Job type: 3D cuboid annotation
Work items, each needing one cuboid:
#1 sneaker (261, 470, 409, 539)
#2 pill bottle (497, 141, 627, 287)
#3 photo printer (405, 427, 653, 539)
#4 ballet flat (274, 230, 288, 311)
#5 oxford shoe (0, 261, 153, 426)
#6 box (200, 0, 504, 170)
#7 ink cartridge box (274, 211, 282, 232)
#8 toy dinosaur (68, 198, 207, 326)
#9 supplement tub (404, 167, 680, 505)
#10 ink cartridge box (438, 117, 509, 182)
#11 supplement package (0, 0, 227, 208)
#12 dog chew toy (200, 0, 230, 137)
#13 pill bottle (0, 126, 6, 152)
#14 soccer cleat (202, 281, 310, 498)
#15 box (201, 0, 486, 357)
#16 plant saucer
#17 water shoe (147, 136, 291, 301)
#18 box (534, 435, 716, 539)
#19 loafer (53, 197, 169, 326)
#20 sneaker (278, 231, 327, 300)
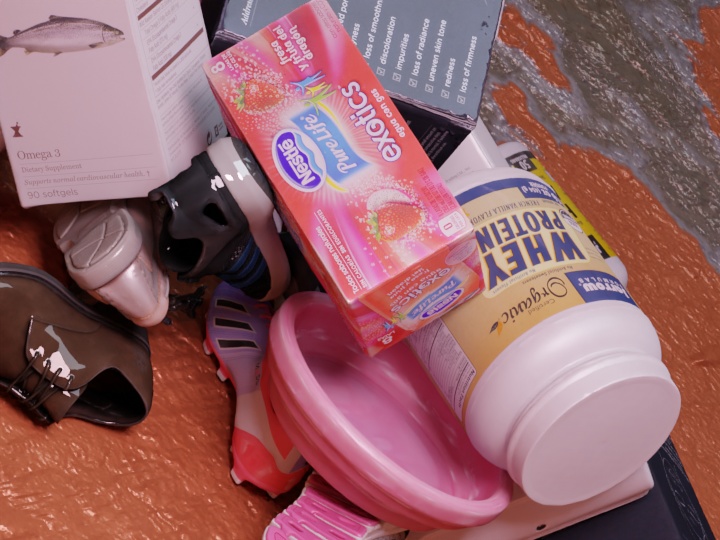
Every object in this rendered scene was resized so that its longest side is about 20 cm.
[{"bbox_3d":[-0.023,0.191,1.630,0.073,0.088,0.200,26,19,13],"label":"sneaker"},{"bbox_3d":[0.153,0.000,2.075,0.200,0.111,0.111,51,29,14],"label":"pill bottle"},{"bbox_3d":[0.089,0.119,1.764,0.070,0.199,0.167,65,6,-52],"label":"photo printer"},{"bbox_3d":[-0.014,-0.055,1.876,0.062,0.200,0.067,39,1,9],"label":"ballet flat"},{"bbox_3d":[-0.209,0.050,1.590,0.199,0.073,0.085,20,38,-36],"label":"oxford shoe"},{"bbox_3d":[-0.008,-0.193,1.789,0.195,0.124,0.201,20,63,-13],"label":"box"},{"bbox_3d":[-0.141,-0.102,1.913,0.199,0.041,0.200,36,28,-14],"label":"ink cartridge box"},{"bbox_3d":[-0.159,0.006,1.740,0.088,0.048,0.200,28,30,9],"label":"toy dinosaur"},{"bbox_3d":[0.113,0.044,1.672,0.144,0.145,0.200,10,36,-45],"label":"supplement tub"},{"bbox_3d":[0.025,-0.088,1.938,0.201,0.145,0.085,58,13,-6],"label":"ink cartridge box"},{"bbox_3d":[-0.177,-0.157,1.647,0.117,0.116,0.201,-55,137,-59],"label":"supplement package"},{"bbox_3d":[-0.142,-0.187,1.867,0.124,0.124,0.201,-10,67,-56],"label":"dog chew toy"},{"bbox_3d":[-0.272,-0.134,1.715,0.112,0.112,0.200,42,28,-2],"label":"pill bottle"},{"bbox_3d":[-0.063,0.069,1.744,0.066,0.077,0.201,25,33,-29],"label":"soccer cleat"},{"bbox_3d":[-0.010,-0.060,1.606,0.201,0.094,0.103,58,-5,23],"label":"box"},{"bbox_3d":[0.012,0.101,1.654,0.200,0.051,0.201,36,22,-17],"label":"plant saucer"},{"bbox_3d":[-0.098,-0.026,1.636,0.072,0.079,0.200,60,-8,22],"label":"water shoe"},{"bbox_3d":[0.187,0.181,1.832,0.148,0.107,0.201,48,17,-47],"label":"box"},{"bbox_3d":[-0.163,-0.016,1.675,0.063,0.072,0.200,52,7,-20],"label":"loafer"},{"bbox_3d":[0.000,0.000,1.786,0.075,0.115,0.200,59,-5,20],"label":"sneaker"}]
